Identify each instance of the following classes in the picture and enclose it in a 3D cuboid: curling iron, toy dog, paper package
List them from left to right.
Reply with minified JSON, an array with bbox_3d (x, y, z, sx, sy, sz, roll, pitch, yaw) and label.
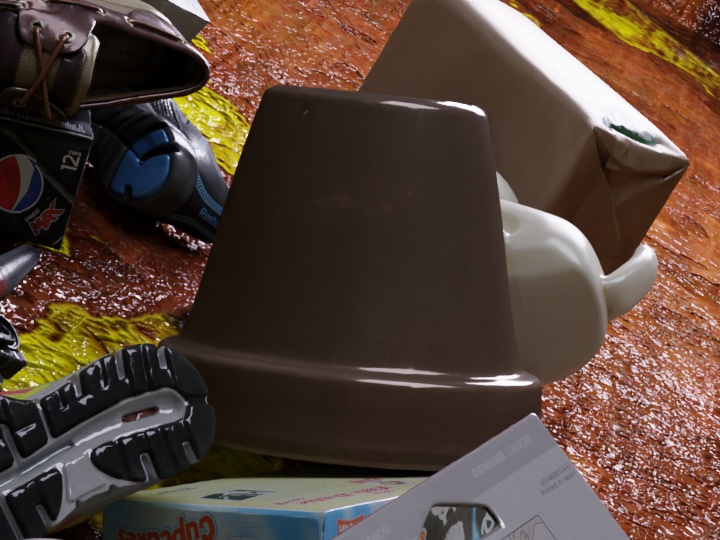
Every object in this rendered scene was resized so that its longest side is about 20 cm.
[{"bbox_3d":[-0.185,0.017,1.397,0.050,0.026,0.200,49,9,-10],"label":"curling iron"},{"bbox_3d":[0.057,-0.008,1.583,0.140,0.193,0.200,63,-2,-26],"label":"toy dog"},{"bbox_3d":[0.080,-0.059,1.769,0.103,0.191,0.200,13,25,-43],"label":"paper package"}]

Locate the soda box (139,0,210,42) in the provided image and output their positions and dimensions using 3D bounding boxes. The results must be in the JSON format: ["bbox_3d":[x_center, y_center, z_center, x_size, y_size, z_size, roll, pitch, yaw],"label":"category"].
[{"bbox_3d":[-0.175,-0.168,1.549,0.200,0.068,0.064,23,29,-55],"label":"soda box"}]

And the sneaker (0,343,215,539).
[{"bbox_3d":[-0.158,0.089,1.160,0.199,0.090,0.079,-9,77,-40],"label":"sneaker"}]

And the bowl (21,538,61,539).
[{"bbox_3d":[-0.102,0.167,0.950,0.200,0.105,0.201,26,17,-9],"label":"bowl"}]

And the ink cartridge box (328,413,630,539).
[{"bbox_3d":[0.067,0.170,1.161,0.176,0.045,0.200,51,38,10],"label":"ink cartridge box"}]

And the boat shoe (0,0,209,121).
[{"bbox_3d":[-0.166,-0.117,1.475,0.199,0.073,0.072,5,20,-44],"label":"boat shoe"}]

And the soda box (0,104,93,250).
[{"bbox_3d":[-0.193,-0.082,1.569,0.063,0.071,0.200,15,18,-12],"label":"soda box"}]

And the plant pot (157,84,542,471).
[{"bbox_3d":[0.000,0.000,1.375,0.199,0.176,0.200,6,2,0],"label":"plant pot"}]

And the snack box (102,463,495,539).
[{"bbox_3d":[-0.016,0.116,1.270,0.115,0.037,0.200,0,1,30],"label":"snack box"}]

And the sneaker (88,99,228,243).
[{"bbox_3d":[-0.142,-0.083,1.711,0.082,0.073,0.200,37,13,-42],"label":"sneaker"}]
